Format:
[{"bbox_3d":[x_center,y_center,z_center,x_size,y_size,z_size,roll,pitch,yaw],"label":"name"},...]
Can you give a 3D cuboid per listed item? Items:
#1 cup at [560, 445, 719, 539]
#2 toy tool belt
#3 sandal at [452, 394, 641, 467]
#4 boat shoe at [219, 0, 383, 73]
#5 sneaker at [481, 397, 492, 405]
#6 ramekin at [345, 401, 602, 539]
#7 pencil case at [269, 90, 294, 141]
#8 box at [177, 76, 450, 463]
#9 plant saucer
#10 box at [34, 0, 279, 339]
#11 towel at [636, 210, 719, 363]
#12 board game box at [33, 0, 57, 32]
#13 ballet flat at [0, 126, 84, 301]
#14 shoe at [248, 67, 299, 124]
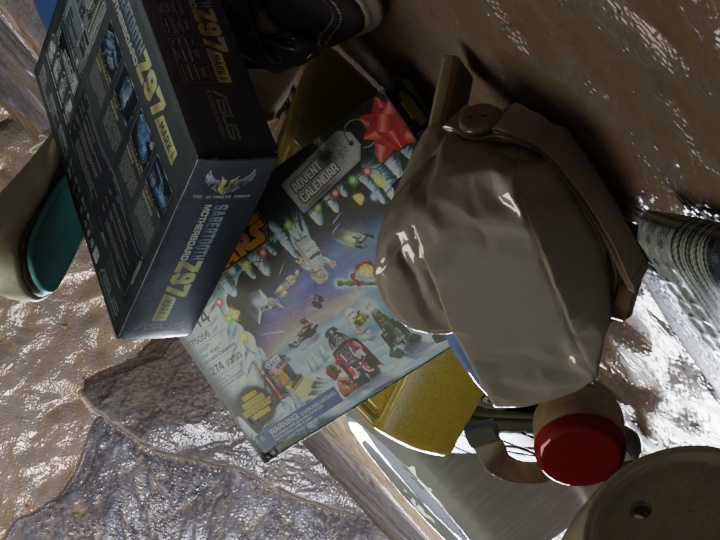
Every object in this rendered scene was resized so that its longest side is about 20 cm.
[{"bbox_3d":[0.169,0.168,0.981,0.200,0.200,0.143,40,161,40],"label":"cup"},{"bbox_3d":[0.082,-0.001,0.985,0.123,0.124,0.200,-86,-27,-49],"label":"toy tool belt"},{"bbox_3d":[0.089,0.090,1.297,0.200,0.058,0.080,9,158,34],"label":"sandal"},{"bbox_3d":[-0.043,-0.138,1.065,0.072,0.065,0.200,52,169,-12],"label":"boat shoe"},{"bbox_3d":[0.036,0.034,1.327,0.077,0.089,0.200,36,165,49],"label":"sneaker"},{"bbox_3d":[0.079,0.132,1.486,0.200,0.105,0.200,46,170,11],"label":"ramekin"},{"bbox_3d":[-0.031,-0.036,1.389,0.089,0.078,0.200,7,143,43],"label":"pencil case"},{"bbox_3d":[-0.015,0.003,1.118,0.137,0.200,0.040,55,-151,0],"label":"box"},{"bbox_3d":[0.000,0.000,1.200,0.200,0.048,0.200,45,141,18],"label":"plant saucer"},{"bbox_3d":[-0.117,-0.088,1.088,0.158,0.051,0.201,-61,42,46],"label":"box"},{"bbox_3d":[0.218,0.062,0.828,0.200,0.035,0.192,55,166,-23],"label":"towel"},{"bbox_3d":[-0.189,-0.242,1.280,0.158,0.039,0.201,-175,74,-71],"label":"board game box"},{"bbox_3d":[-0.180,-0.053,1.187,0.069,0.200,0.070,12,129,16],"label":"ballet flat"},{"bbox_3d":[-0.103,-0.170,1.283,0.070,0.053,0.200,7,-146,-52],"label":"shoe"}]
